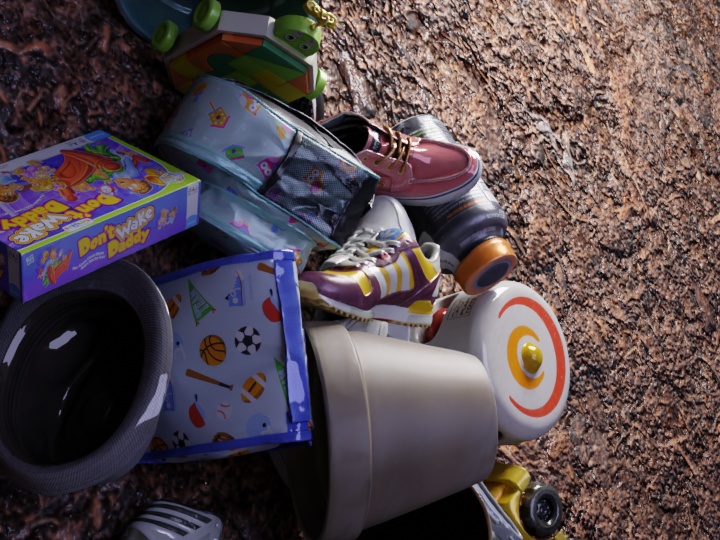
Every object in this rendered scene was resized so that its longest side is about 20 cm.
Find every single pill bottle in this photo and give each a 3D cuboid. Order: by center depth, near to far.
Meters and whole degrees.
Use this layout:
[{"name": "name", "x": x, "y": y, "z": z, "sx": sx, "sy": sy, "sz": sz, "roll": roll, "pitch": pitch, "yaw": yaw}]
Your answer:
[{"name": "pill bottle", "x": 0.097, "y": -0.070, "z": 1.361, "sx": 0.105, "sy": 0.107, "sz": 0.201, "roll": -3, "pitch": 52, "yaw": -46}]

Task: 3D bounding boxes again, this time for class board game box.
[{"name": "board game box", "x": -0.252, "y": -0.053, "z": 1.025, "sx": 0.199, "sy": 0.133, "sz": 0.045, "roll": -30, "pitch": 137, "yaw": -47}]

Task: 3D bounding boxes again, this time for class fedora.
[{"name": "fedora", "x": -0.226, "y": 0.098, "z": 1.015, "sx": 0.091, "sy": 0.174, "sz": 0.203, "roll": 59, "pitch": 26, "yaw": -59}]

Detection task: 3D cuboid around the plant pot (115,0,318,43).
[{"name": "plant pot", "x": -0.141, "y": -0.348, "z": 1.199, "sx": 0.199, "sy": 0.199, "sz": 0.199, "roll": 23, "pitch": 55, "yaw": -40}]

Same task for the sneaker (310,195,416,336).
[{"name": "sneaker", "x": 0.000, "y": 0.000, "z": 1.237, "sx": 0.100, "sy": 0.077, "sz": 0.203, "roll": 49, "pitch": 48, "yaw": -50}]

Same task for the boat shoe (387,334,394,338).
[{"name": "boat shoe", "x": 0.023, "y": 0.177, "z": 1.301, "sx": 0.092, "sy": 0.074, "sz": 0.203, "roll": 33, "pitch": 64, "yaw": -42}]

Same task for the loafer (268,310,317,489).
[{"name": "loafer", "x": -0.063, "y": 0.134, "z": 1.216, "sx": 0.069, "sy": 0.069, "sz": 0.203, "roll": -17, "pitch": 91, "yaw": -47}]

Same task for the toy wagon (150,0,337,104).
[{"name": "toy wagon", "x": -0.104, "y": -0.209, "z": 1.176, "sx": 0.154, "sy": 0.198, "sz": 0.040, "roll": 27, "pitch": 62, "yaw": -38}]

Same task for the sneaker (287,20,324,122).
[{"name": "sneaker", "x": -0.067, "y": -0.252, "z": 1.323, "sx": 0.089, "sy": 0.069, "sz": 0.203, "roll": -21, "pitch": 92, "yaw": -44}]

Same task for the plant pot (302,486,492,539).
[{"name": "plant pot", "x": 0.054, "y": 0.318, "z": 1.206, "sx": 0.201, "sy": 0.184, "sz": 0.189, "roll": 70, "pitch": 33, "yaw": -50}]

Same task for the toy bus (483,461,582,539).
[{"name": "toy bus", "x": 0.152, "y": 0.346, "z": 1.348, "sx": 0.192, "sy": 0.135, "sz": 0.202, "roll": -42, "pitch": 108, "yaw": -33}]

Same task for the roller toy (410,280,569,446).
[{"name": "roller toy", "x": 0.152, "y": 0.110, "z": 1.397, "sx": 0.198, "sy": 0.139, "sz": 0.186, "roll": 4, "pitch": 75, "yaw": -45}]

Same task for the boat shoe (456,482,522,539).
[{"name": "boat shoe", "x": 0.104, "y": 0.209, "z": 1.278, "sx": 0.074, "sy": 0.064, "sz": 0.205, "roll": 16, "pitch": 50, "yaw": -83}]

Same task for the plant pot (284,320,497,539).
[{"name": "plant pot", "x": 0.029, "y": 0.143, "z": 1.108, "sx": 0.170, "sy": 0.200, "sz": 0.204, "roll": -2, "pitch": 78, "yaw": -14}]

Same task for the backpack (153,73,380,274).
[{"name": "backpack", "x": -0.106, "y": -0.091, "z": 1.161, "sx": 0.199, "sy": 0.175, "sz": 0.154, "roll": 41, "pitch": 80, "yaw": -16}]

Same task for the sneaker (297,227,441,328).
[{"name": "sneaker", "x": 0.007, "y": 0.000, "z": 1.148, "sx": 0.199, "sy": 0.074, "sz": 0.092, "roll": 10, "pitch": 92, "yaw": -55}]

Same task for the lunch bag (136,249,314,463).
[{"name": "lunch bag", "x": -0.119, "y": 0.082, "z": 1.078, "sx": 0.123, "sy": 0.198, "sz": 0.173, "roll": 3, "pitch": 75, "yaw": -45}]

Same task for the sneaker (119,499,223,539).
[{"name": "sneaker", "x": -0.136, "y": 0.290, "z": 1.090, "sx": 0.202, "sy": 0.075, "sz": 0.116, "roll": 54, "pitch": 48, "yaw": -17}]

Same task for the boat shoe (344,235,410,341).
[{"name": "boat shoe", "x": 0.028, "y": 0.019, "z": 1.345, "sx": 0.070, "sy": 0.069, "sz": 0.204, "roll": -7, "pitch": 84, "yaw": -47}]

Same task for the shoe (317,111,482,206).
[{"name": "shoe", "x": 0.030, "y": -0.120, "z": 1.285, "sx": 0.091, "sy": 0.196, "sz": 0.073, "roll": 69, "pitch": 23, "yaw": -66}]
